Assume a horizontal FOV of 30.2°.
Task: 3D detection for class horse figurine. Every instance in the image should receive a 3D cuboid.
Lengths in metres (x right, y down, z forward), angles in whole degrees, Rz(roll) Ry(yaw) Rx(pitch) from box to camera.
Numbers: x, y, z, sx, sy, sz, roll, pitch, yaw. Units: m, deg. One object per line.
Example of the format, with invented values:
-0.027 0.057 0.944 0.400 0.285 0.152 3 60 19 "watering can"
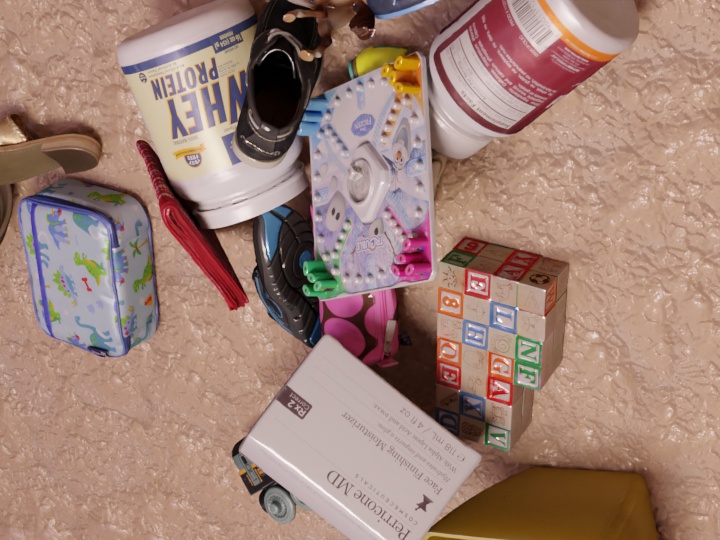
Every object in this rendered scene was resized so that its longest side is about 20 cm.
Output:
-0.060 -0.263 1.236 0.199 0.133 0.050 32 134 12 "horse figurine"

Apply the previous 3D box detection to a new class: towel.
-0.180 -0.050 1.394 0.022 0.200 0.145 -34 120 0 "towel"

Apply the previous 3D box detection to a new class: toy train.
-0.064 0.214 1.541 0.200 0.085 0.114 -35 84 41 "toy train"

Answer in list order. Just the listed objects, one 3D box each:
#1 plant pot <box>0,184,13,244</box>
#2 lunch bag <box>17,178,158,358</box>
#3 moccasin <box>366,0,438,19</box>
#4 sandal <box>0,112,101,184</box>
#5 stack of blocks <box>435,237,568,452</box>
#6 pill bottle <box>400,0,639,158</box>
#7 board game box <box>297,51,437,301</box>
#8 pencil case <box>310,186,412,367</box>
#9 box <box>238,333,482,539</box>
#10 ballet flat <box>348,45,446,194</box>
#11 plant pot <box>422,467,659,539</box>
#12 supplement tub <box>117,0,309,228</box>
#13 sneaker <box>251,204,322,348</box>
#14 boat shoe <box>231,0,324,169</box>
-0.539 -0.049 1.650 0.200 0.200 0.174 43 146 6 "plant pot"
-0.326 -0.001 1.592 0.160 0.082 0.201 17 122 29 "lunch bag"
0.083 -0.290 1.165 0.199 0.081 0.068 -25 114 27 "moccasin"
-0.398 -0.152 1.572 0.210 0.070 0.078 -3 153 18 "sandal"
0.139 0.079 1.340 0.115 0.059 0.201 16 123 26 "stack of blocks"
0.133 -0.187 1.158 0.114 0.114 0.200 52 131 -2 "pill bottle"
-0.001 -0.081 1.227 0.200 0.026 0.202 -12 79 57 "board game box"
0.000 0.000 1.372 0.094 0.090 0.201 42 145 55 "pencil case"
-0.007 0.187 1.365 0.199 0.131 0.200 38 166 1 "box"
0.046 -0.121 1.291 0.067 0.067 0.201 -13 107 15 "ballet flat"
0.208 0.304 1.344 0.199 0.176 0.201 -2 115 35 "plant pot"
-0.143 -0.158 1.337 0.144 0.145 0.201 -9 110 37 "supplement tub"
-0.088 0.004 1.412 0.082 0.073 0.201 25 148 32 "sneaker"
-0.070 -0.193 1.247 0.071 0.201 0.068 14 151 -5 "boat shoe"
